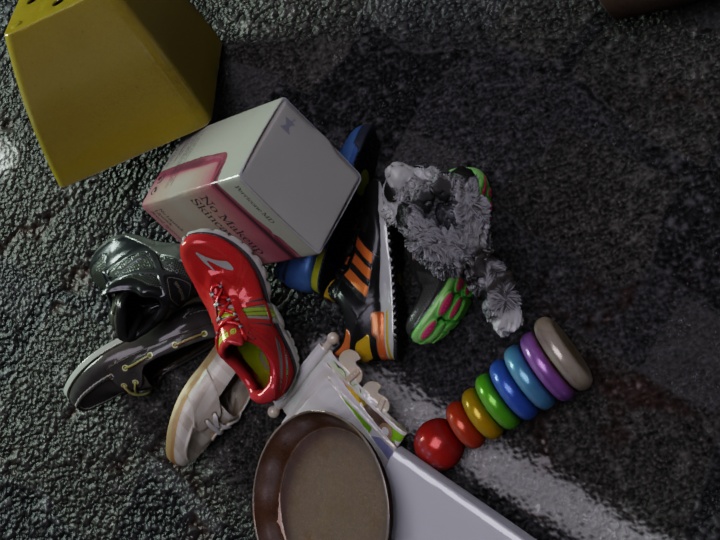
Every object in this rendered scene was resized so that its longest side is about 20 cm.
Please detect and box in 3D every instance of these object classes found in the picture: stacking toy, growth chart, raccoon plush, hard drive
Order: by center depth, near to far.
[{"bbox_3d":[0.090,0.289,1.258,0.199,0.027,0.133,32,109,16],"label":"hard drive"},{"bbox_3d":[0.081,-0.022,1.270,0.095,0.134,0.203,-20,96,-11],"label":"raccoon plush"},{"bbox_3d":[0.138,0.139,1.278,0.199,0.085,0.086,-39,69,12],"label":"stacking toy"},{"bbox_3d":[-0.016,0.181,1.324,0.144,0.018,0.201,-41,72,23],"label":"growth chart"}]

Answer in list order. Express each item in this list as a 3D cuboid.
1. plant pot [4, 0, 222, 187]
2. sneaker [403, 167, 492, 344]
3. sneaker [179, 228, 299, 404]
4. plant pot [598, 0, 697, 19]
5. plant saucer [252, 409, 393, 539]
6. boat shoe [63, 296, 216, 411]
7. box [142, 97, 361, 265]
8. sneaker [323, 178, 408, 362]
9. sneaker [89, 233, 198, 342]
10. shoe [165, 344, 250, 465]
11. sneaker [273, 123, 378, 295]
[{"bbox_3d":[-0.290,-0.250,1.408,0.197,0.178,0.201,-21,35,14],"label":"plant pot"},{"bbox_3d":[0.084,-0.015,1.336,0.083,0.077,0.203,9,71,26],"label":"sneaker"},{"bbox_3d":[-0.128,0.049,1.300,0.076,0.085,0.202,-26,102,26],"label":"sneaker"},{"bbox_3d":[0.328,-0.350,1.278,0.199,0.186,0.189,-30,70,26],"label":"plant pot"},{"bbox_3d":[-0.035,0.247,1.289,0.198,0.034,0.204,-5,83,42],"label":"plant saucer"},{"bbox_3d":[-0.249,0.105,1.418,0.200,0.072,0.061,-35,66,6],"label":"boat shoe"},{"bbox_3d":[-0.119,-0.084,1.328,0.199,0.128,0.110,-10,45,51],"label":"box"},{"bbox_3d":[0.000,0.000,1.356,0.089,0.070,0.204,-6,78,14],"label":"sneaker"},{"bbox_3d":[-0.266,0.018,1.399,0.198,0.077,0.114,9,39,44],"label":"sneaker"},{"bbox_3d":[-0.152,0.130,1.380,0.053,0.070,0.202,26,85,30],"label":"shoe"},{"bbox_3d":[-0.042,-0.075,1.391,0.078,0.066,0.203,18,85,25],"label":"sneaker"}]
